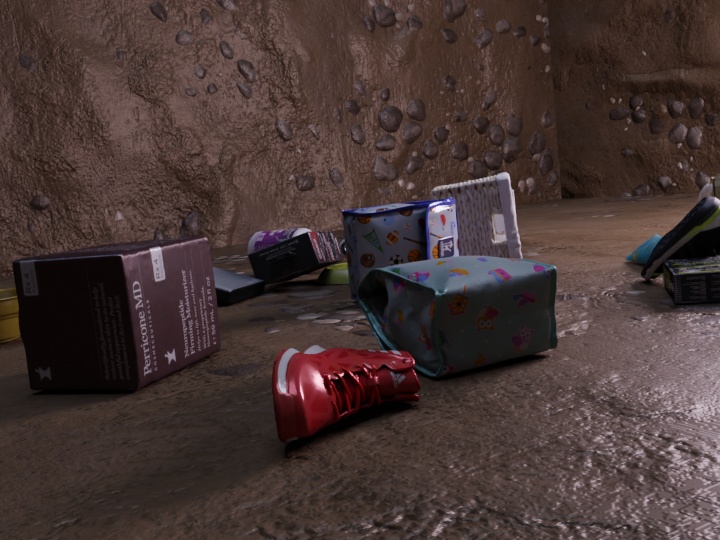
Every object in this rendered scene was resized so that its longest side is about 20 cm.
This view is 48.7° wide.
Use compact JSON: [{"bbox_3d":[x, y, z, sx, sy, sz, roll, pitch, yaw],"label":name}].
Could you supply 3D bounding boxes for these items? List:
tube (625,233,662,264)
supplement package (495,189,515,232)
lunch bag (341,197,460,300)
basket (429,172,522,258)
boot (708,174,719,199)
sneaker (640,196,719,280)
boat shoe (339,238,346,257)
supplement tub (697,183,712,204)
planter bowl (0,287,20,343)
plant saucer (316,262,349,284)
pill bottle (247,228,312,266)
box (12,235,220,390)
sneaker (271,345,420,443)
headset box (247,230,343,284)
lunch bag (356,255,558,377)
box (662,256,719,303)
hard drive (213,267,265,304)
[{"bbox_3d":[0.552,-0.035,1.484,0.077,0.050,0.200,-36,3,6],"label":"tube"},{"bbox_3d":[0.329,-0.147,2.210,0.191,0.147,0.200,-5,7,7],"label":"supplement package"},{"bbox_3d":[0.082,-0.037,1.403,0.200,0.170,0.124,-7,10,-16],"label":"lunch bag"},{"bbox_3d":[0.237,-0.086,1.601,0.161,0.198,0.200,-9,7,10],"label":"basket"},{"bbox_3d":[0.662,-0.100,1.480,0.200,0.156,0.073,-9,8,-20],"label":"boot"},{"bbox_3d":[0.523,-0.031,1.258,0.072,0.083,0.200,-48,-8,-35],"label":"sneaker"},{"bbox_3d":[0.041,-0.064,2.090,0.200,0.072,0.071,-4,2,2],"label":"boat shoe"},{"bbox_3d":[0.864,-0.140,1.752,0.200,0.132,0.132,-7,7,-4],"label":"supplement tub"},{"bbox_3d":[-0.654,0.085,1.401,0.200,0.084,0.200,-7,6,1],"label":"planter bowl"},{"bbox_3d":[0.000,0.000,1.767,0.200,0.031,0.200,-6,7,1],"label":"plant saucer"},{"bbox_3d":[-0.172,-0.048,1.981,0.200,0.112,0.112,-3,8,28],"label":"pill bottle"},{"bbox_3d":[-0.306,0.050,1.031,0.164,0.166,0.200,-3,8,20],"label":"box"},{"bbox_3d":[-0.007,0.100,0.730,0.115,0.078,0.200,-6,8,10],"label":"sneaker"},{"bbox_3d":[-0.140,-0.028,1.732,0.149,0.077,0.200,-20,-3,16],"label":"headset box"},{"bbox_3d":[0.108,0.041,0.946,0.170,0.122,0.200,-10,13,-25],"label":"lunch bag"},{"bbox_3d":[0.549,0.008,1.150,0.200,0.044,0.160,-4,7,15],"label":"box"},{"bbox_3d":[-0.315,0.022,1.635,0.200,0.033,0.140,14,13,20],"label":"hard drive"}]
